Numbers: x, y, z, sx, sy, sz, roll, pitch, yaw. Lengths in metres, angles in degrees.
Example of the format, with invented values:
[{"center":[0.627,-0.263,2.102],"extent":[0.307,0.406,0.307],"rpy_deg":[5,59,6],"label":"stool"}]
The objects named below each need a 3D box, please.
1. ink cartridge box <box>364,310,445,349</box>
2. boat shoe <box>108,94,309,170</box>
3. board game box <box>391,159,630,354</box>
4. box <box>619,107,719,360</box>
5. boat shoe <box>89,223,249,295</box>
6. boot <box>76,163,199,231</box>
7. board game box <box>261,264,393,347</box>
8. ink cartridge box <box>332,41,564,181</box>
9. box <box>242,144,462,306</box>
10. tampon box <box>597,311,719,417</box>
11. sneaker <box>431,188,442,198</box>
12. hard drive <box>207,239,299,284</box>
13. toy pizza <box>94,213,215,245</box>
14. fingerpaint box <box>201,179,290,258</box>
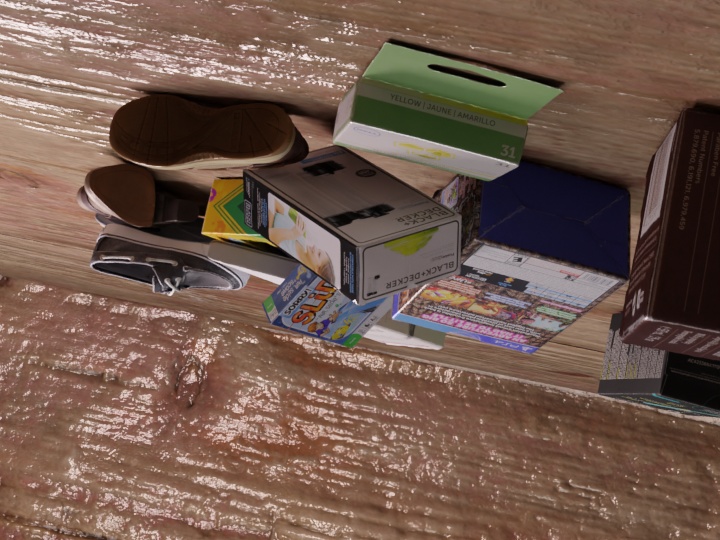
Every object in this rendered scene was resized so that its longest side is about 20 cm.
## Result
[{"center":[0.025,0.061,2.422],"extent":[0.146,0.083,0.200],"rpy_deg":[3,168,45],"label":"ink cartridge box"},{"center":[-0.142,-0.122,1.435],"extent":[0.200,0.072,0.072],"rpy_deg":[1,167,25],"label":"boat shoe"},{"center":[0.142,-0.013,1.464],"extent":[0.159,0.097,0.200],"rpy_deg":[15,152,-17],"label":"board game box"},{"center":[0.318,-0.013,1.173],"extent":[0.200,0.165,0.166],"rpy_deg":[11,172,5],"label":"box"},{"center":[-0.242,0.000,1.917],"extent":[0.200,0.068,0.072],"rpy_deg":[16,148,2],"label":"boat shoe"},{"center":[-0.304,-0.090,1.898],"extent":[0.146,0.070,0.200],"rpy_deg":[8,171,41],"label":"boot"},{"center":[0.000,0.000,1.738],"extent":[0.135,0.034,0.200],"rpy_deg":[18,125,-42],"label":"board game box"},{"center":[0.064,-0.122,1.216],"extent":[0.145,0.048,0.200],"rpy_deg":[13,174,-8],"label":"ink cartridge box"},{"center":[-0.010,-0.046,1.399],"extent":[0.116,0.060,0.200],"rpy_deg":[-16,-148,-29],"label":"box"},{"center":[0.448,0.130,2.129],"extent":[0.150,0.127,0.200],"rpy_deg":[14,173,-14],"label":"tampon box"},{"center":[0.091,-0.047,1.629],"extent":[0.084,0.077,0.200],"rpy_deg":[18,160,-2],"label":"sneaker"},{"center":[-0.087,0.004,1.867],"extent":[0.132,0.027,0.200],"rpy_deg":[14,177,22],"label":"hard drive"},{"center":[-0.257,-0.048,2.038],"extent":[0.200,0.032,0.200],"rpy_deg":[11,-169,-2],"label":"toy pizza"},{"center":[-0.058,-0.047,1.812],"extent":[0.200,0.073,0.167],"rpy_deg":[19,170,-42],"label":"fingerpaint box"}]
